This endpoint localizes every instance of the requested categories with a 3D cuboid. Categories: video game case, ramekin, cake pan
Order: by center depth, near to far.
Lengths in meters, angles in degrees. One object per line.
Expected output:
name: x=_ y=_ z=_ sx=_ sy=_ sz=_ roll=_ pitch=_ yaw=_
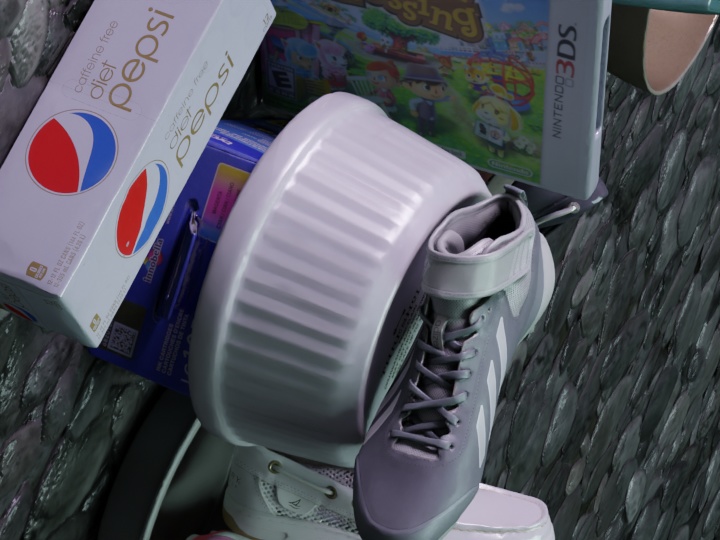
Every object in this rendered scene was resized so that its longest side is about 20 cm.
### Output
ramekin: x=-0.002 y=0.014 z=1.509 sx=0.202 sy=0.094 sz=0.203 roll=-52 pitch=155 yaw=-36
video game case: x=0.037 y=-0.130 z=1.527 sx=0.182 sy=0.200 sz=0.022 roll=89 pitch=23 yaw=-49
cake pan: x=-0.100 y=0.135 z=1.693 sx=0.200 sy=0.037 sz=0.200 roll=-54 pitch=156 yaw=-36

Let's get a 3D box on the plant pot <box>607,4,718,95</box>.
plant pot: x=0.171 y=-0.234 z=1.886 sx=0.200 sy=0.134 sz=0.200 roll=-55 pitch=158 yaw=-36

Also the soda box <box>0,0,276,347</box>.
soda box: x=-0.118 y=-0.069 z=1.380 sx=0.200 sy=0.064 sz=0.068 roll=-63 pitch=160 yaw=-17

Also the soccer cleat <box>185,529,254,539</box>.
soccer cleat: x=-0.059 y=0.190 z=1.686 sx=0.200 sy=0.076 sz=0.067 roll=-16 pitch=126 yaw=-67

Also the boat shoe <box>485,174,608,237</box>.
boat shoe: x=0.068 y=0.007 z=1.640 sx=0.200 sy=0.063 sz=0.073 roll=-53 pitch=180 yaw=21

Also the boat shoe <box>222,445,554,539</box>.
boat shoe: x=0.020 y=0.131 z=1.670 sx=0.071 sy=0.200 sz=0.069 roll=-97 pitch=-165 yaw=-68

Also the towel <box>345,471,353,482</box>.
towel: x=0.015 y=0.078 z=1.793 sx=0.200 sy=0.036 sz=0.149 roll=-125 pitch=-140 yaw=-63

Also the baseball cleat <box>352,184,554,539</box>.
baseball cleat: x=0.039 y=0.045 z=1.435 sx=0.107 sy=0.070 sz=0.200 roll=69 pitch=37 yaw=-53

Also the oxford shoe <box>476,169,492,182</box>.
oxford shoe: x=0.053 y=-0.090 z=1.729 sx=0.084 sy=0.073 sz=0.200 roll=23 pitch=45 yaw=-54

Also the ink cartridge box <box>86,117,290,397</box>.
ink cartridge box: x=-0.074 y=-0.009 z=1.553 sx=0.200 sy=0.076 sz=0.137 roll=-8 pitch=117 yaw=-67

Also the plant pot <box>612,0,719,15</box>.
plant pot: x=0.147 y=-0.230 z=1.723 sx=0.141 sy=0.200 sz=0.142 roll=-9 pitch=119 yaw=-69
